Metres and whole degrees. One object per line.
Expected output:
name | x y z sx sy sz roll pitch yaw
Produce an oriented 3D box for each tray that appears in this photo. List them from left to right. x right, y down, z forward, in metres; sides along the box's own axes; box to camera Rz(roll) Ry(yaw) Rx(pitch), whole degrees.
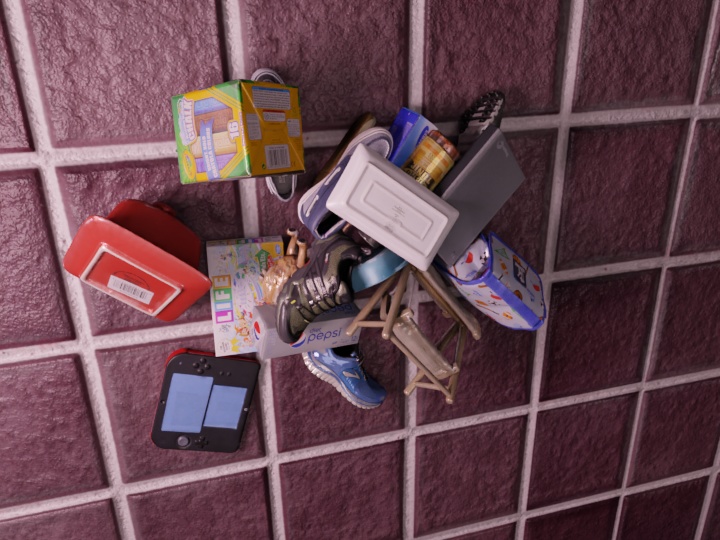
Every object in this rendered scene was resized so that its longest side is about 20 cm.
tray | 0.053 -0.090 0.874 0.196 0.022 0.109 31 96 -20

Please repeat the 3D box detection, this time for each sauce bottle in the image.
sauce bottle | 0.074 -0.125 0.922 0.065 0.066 0.202 34 97 -25

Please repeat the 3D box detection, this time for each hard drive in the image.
hard drive | 0.179 -0.118 0.958 0.201 0.033 0.139 -50 138 2

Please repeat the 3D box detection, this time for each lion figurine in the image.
lion figurine | -0.083 -0.018 1.000 0.196 0.072 0.126 -18 131 -38

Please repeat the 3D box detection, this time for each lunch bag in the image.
lunch bag | 0.235 0.011 1.051 0.168 0.201 0.125 37 99 -24

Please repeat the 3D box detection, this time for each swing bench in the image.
swing bench | 0.109 0.090 1.046 0.199 0.128 0.203 45 63 -26

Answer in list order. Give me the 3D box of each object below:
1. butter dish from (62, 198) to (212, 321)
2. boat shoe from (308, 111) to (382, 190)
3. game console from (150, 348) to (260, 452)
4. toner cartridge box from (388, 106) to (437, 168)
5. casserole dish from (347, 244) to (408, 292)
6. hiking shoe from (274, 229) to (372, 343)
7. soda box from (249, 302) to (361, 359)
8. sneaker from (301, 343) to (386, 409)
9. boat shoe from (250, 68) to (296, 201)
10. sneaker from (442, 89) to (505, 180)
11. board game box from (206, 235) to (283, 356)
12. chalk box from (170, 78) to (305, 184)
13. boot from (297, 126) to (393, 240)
butter dish | -0.330 -0.039 0.907 0.197 0.152 0.198 31 141 -26
boat shoe | -0.026 -0.165 0.977 0.064 0.073 0.202 34 98 -19
game console | -0.289 0.248 1.087 0.171 0.031 0.206 12 107 -20
toner cartridge box | 0.047 -0.169 0.984 0.042 0.095 0.203 27 103 -25
casserole dish | 0.000 0.000 0.999 0.196 0.121 0.040 -21 103 40
hiking shoe | -0.062 0.034 0.920 0.075 0.099 0.205 26 93 -55
soda box | -0.093 0.097 1.030 0.194 0.068 0.065 -5 125 -32
sneaker | -0.016 0.190 1.117 0.198 0.079 0.090 39 100 -25
boat shoe | -0.135 -0.212 0.929 0.069 0.068 0.207 -8 113 -12
sneaker | 0.208 -0.213 1.014 0.090 0.065 0.205 38 71 -39
board game box | -0.199 0.046 1.031 0.129 0.034 0.208 -5 112 -14
chalk box | -0.193 -0.198 0.858 0.123 0.194 0.129 -17 106 -52
boot | -0.011 -0.133 0.909 0.200 0.091 0.073 -47 123 3
